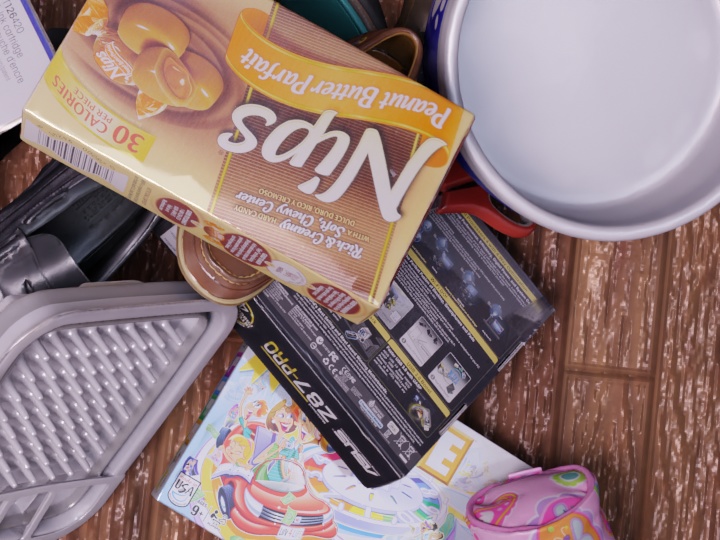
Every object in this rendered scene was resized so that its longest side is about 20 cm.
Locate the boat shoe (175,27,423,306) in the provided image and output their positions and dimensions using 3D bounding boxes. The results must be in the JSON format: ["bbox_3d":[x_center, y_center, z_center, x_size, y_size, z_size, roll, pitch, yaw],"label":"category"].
[{"bbox_3d":[-0.030,-0.066,0.882,0.072,0.068,0.200,42,57,-9],"label":"boat shoe"}]

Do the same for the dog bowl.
[{"bbox_3d":[0.138,-0.121,0.926,0.199,0.079,0.201,-1,99,-9],"label":"dog bowl"}]

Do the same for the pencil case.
[{"bbox_3d":[0.123,0.217,0.959,0.087,0.087,0.201,-21,107,-12],"label":"pencil case"}]

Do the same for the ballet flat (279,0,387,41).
[{"bbox_3d":[-0.049,-0.208,0.962,0.200,0.068,0.069,38,68,-9],"label":"ballet flat"}]

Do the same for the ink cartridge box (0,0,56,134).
[{"bbox_3d":[-0.277,-0.126,0.858,0.199,0.047,0.198,-27,80,-4],"label":"ink cartridge box"}]

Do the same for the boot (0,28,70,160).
[{"bbox_3d":[-0.220,-0.032,0.909,0.210,0.079,0.158,-23,87,-1],"label":"boot"}]

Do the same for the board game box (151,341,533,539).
[{"bbox_3d":[-0.006,0.129,0.976,0.200,0.034,0.135,32,82,-10],"label":"board game box"}]

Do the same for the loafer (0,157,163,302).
[{"bbox_3d":[-0.171,-0.002,0.860,0.201,0.070,0.068,-49,130,-19],"label":"loafer"}]

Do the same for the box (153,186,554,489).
[{"bbox_3d":[0.000,0.000,0.945,0.200,0.049,0.161,50,59,-7],"label":"box"}]

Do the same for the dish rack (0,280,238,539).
[{"bbox_3d":[-0.170,0.076,0.862,0.044,0.171,0.200,50,117,23],"label":"dish rack"}]

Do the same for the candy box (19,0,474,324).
[{"bbox_3d":[-0.056,-0.072,0.815,0.199,0.055,0.116,29,74,-7],"label":"candy box"}]

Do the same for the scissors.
[{"bbox_3d":[0.037,-0.048,0.940,0.199,0.014,0.073,-6,70,-47],"label":"scissors"}]

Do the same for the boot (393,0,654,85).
[{"bbox_3d":[0.108,-0.127,1.003,0.200,0.075,0.097,33,104,-14],"label":"boot"}]
